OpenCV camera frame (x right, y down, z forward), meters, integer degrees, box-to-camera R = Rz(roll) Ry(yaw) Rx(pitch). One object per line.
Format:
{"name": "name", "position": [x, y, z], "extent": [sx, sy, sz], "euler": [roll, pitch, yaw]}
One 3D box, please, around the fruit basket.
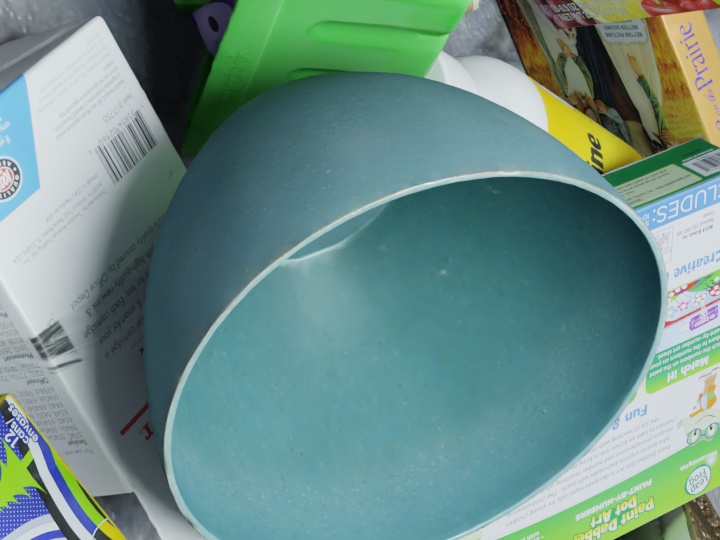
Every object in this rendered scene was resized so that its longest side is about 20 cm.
{"name": "fruit basket", "position": [-0.057, -0.154, 0.799], "extent": [0.216, 0.215, 0.156], "euler": [33, 60, -41]}

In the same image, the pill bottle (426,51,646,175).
{"name": "pill bottle", "position": [0.072, -0.040, 0.958], "extent": [0.200, 0.112, 0.113], "euler": [26, 65, -44]}

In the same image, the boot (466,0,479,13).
{"name": "boot", "position": [0.065, -0.238, 0.977], "extent": [0.107, 0.075, 0.200], "euler": [-11, 95, -7]}

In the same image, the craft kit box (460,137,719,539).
{"name": "craft kit box", "position": [0.104, 0.055, 0.930], "extent": [0.200, 0.049, 0.198], "euler": [-20, 123, -28]}

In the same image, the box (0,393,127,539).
{"name": "box", "position": [-0.120, 0.142, 0.740], "extent": [0.200, 0.070, 0.064], "euler": [57, 45, -26]}

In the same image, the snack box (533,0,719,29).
{"name": "snack box", "position": [0.094, -0.208, 0.870], "extent": [0.200, 0.169, 0.068], "euler": [47, 71, -21]}

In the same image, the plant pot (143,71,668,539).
{"name": "plant pot", "position": [0.000, 0.000, 0.732], "extent": [0.200, 0.200, 0.135], "euler": [29, 23, -43]}

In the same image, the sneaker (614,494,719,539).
{"name": "sneaker", "position": [0.156, 0.162, 1.049], "extent": [0.067, 0.090, 0.200], "euler": [53, 11, -6]}

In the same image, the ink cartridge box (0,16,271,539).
{"name": "ink cartridge box", "position": [-0.112, 0.013, 0.770], "extent": [0.116, 0.068, 0.200], "euler": [-49, 119, -43]}

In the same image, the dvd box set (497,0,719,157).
{"name": "dvd box set", "position": [0.159, -0.073, 1.043], "extent": [0.029, 0.146, 0.200], "euler": [-33, 111, -22]}
